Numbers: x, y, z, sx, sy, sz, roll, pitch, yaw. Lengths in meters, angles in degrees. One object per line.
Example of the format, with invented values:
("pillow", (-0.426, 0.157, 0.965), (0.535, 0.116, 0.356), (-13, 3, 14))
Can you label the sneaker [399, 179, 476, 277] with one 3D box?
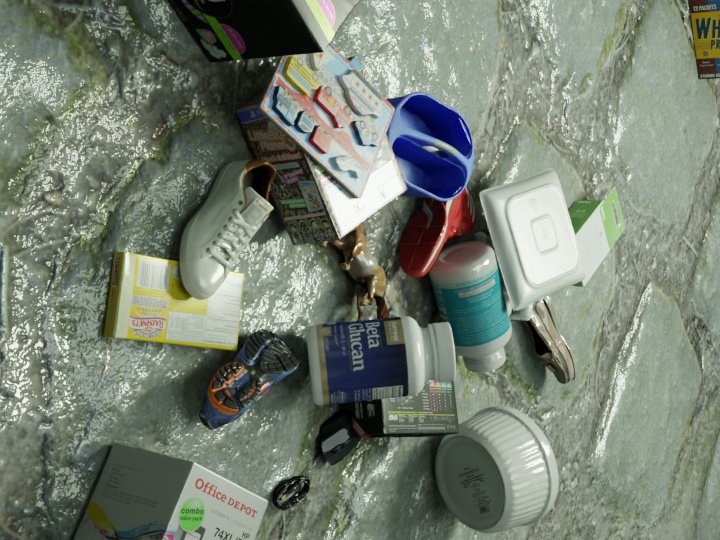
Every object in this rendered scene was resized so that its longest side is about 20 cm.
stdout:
("sneaker", (0.136, -0.059, 1.747), (0.115, 0.078, 0.201), (42, 63, -42))

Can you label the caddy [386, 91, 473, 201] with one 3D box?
("caddy", (0.092, -0.184, 1.650), (0.200, 0.105, 0.142), (20, 80, -45))

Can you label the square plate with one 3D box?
("square plate", (0.290, -0.056, 1.799), (0.199, 0.028, 0.199), (-20, 95, -41))

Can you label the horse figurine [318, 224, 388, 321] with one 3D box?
("horse figurine", (0.000, 0.000, 1.596), (0.201, 0.050, 0.133), (66, 25, -16))

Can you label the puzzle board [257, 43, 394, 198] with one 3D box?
("puzzle board", (-0.036, -0.209, 1.416), (0.200, 0.017, 0.151), (41, 59, -37))

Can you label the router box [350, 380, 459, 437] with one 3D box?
("router box", (0.065, 0.175, 1.668), (0.200, 0.062, 0.151), (10, 71, -50))

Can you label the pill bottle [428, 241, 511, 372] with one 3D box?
("pill bottle", (0.182, 0.063, 1.784), (0.111, 0.110, 0.201), (-37, 120, -42))

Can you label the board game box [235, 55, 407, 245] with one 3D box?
("board game box", (-0.049, -0.160, 1.481), (0.159, 0.097, 0.201), (-37, 113, -41))

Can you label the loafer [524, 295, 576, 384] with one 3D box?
("loafer", (0.334, 0.128, 2.016), (0.063, 0.072, 0.201), (-33, 113, -24))

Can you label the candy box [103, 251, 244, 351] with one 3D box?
("candy box", (-0.225, 0.041, 1.362), (0.200, 0.026, 0.103), (12, 84, -50))

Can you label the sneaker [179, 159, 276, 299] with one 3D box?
("sneaker", (-0.161, -0.058, 1.368), (0.073, 0.084, 0.201), (39, 57, -39))

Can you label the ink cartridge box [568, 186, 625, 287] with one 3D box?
("ink cartridge box", (0.432, -0.068, 2.110), (0.200, 0.059, 0.104), (-46, 127, -37))

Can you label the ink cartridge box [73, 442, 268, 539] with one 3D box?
("ink cartridge box", (-0.233, 0.327, 1.285), (0.147, 0.145, 0.201), (40, 63, -45))

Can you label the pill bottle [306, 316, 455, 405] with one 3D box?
("pill bottle", (0.028, 0.122, 1.526), (0.111, 0.199, 0.112), (174, -90, -87))

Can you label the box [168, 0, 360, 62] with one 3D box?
("box", (-0.120, -0.348, 1.317), (0.149, 0.199, 0.125), (55, 54, -37))

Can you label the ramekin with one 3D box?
("ramekin", (0.212, 0.328, 1.784), (0.105, 0.200, 0.201), (-13, 103, -39))

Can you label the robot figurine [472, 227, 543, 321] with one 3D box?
("robot figurine", (0.263, -0.017, 1.872), (0.169, 0.113, 0.201), (12, 84, -25))

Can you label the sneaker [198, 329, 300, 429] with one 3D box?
("sneaker", (-0.150, 0.141, 1.435), (0.075, 0.078, 0.200), (47, 33, 6))

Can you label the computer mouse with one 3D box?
("computer mouse", (-0.055, 0.272, 1.581), (0.200, 0.034, 0.059), (-47, 127, -37))

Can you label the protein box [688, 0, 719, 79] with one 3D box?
("protein box", (0.862, -0.567, 2.519), (0.198, 0.134, 0.201), (-37, 120, -42))
